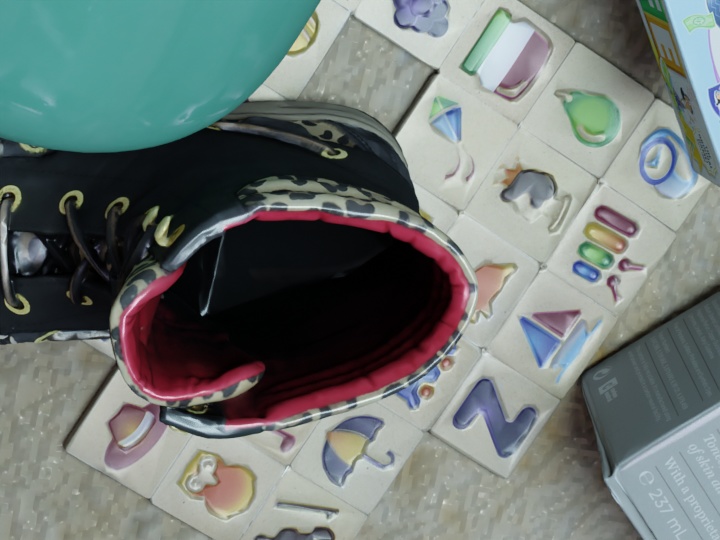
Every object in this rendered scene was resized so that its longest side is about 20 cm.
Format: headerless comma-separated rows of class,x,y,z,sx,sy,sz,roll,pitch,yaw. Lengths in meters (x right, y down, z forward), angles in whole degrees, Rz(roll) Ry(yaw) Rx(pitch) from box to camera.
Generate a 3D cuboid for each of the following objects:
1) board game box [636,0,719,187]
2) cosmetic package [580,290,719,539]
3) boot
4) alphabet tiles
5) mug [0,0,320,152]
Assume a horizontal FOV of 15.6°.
board game box,0.169,-0.124,0.753,0.200,0.034,0.135,-24,108,-5
cosmetic package,0.182,0.037,0.838,0.200,0.090,0.107,-32,108,11
boot,-0.069,-0.002,0.744,0.200,0.151,0.073,-4,105,-11
alphabet tiles,0.000,0.000,0.843,0.167,0.008,0.200,32,96,-18
mug,-0.082,-0.119,0.730,0.152,0.185,0.114,10,136,-24
